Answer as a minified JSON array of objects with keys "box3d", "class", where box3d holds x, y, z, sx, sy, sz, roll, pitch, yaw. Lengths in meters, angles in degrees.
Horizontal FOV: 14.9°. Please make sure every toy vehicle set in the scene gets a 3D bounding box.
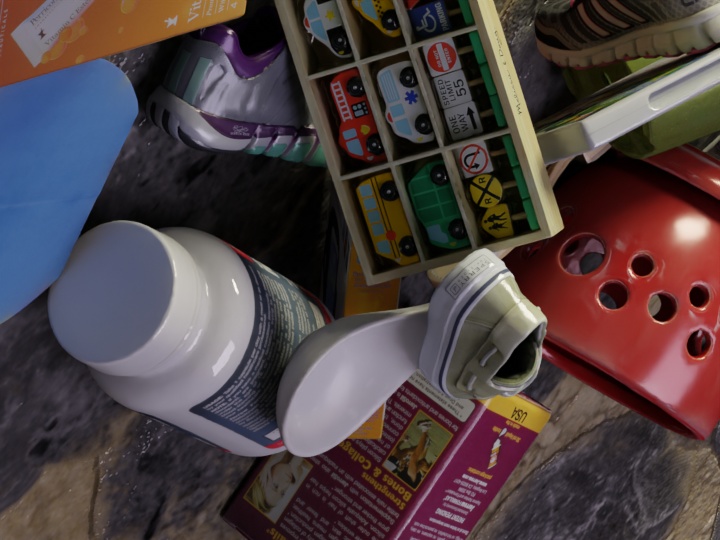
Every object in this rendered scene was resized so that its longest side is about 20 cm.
[{"box3d":[0.033,-0.102,1.647,0.027,0.124,0.200,-29,101,-66],"class":"toy vehicle set"}]

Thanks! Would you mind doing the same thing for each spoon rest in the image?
[{"box3d":[0.019,0.036,1.716,0.200,0.061,0.099,-50,151,-14],"class":"spoon rest"}]

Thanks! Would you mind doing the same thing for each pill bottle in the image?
[{"box3d":[-0.104,0.039,1.719,0.120,0.120,0.200,-55,150,2],"class":"pill bottle"}]

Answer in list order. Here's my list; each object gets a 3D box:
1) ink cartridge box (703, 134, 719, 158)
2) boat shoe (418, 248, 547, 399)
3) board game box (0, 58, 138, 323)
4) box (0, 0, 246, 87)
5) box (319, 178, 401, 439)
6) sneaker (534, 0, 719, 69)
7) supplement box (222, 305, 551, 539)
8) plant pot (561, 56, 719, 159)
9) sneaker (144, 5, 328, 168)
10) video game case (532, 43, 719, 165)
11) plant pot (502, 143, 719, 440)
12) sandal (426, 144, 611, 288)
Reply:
[{"box3d":[0.360,-0.078,2.126,0.145,0.147,0.200,-40,179,-23],"class":"ink cartridge box"},{"box3d":[0.078,0.049,1.683,0.072,0.062,0.200,-40,164,-7],"class":"boat shoe"},{"box3d":[-0.211,-0.048,1.572,0.158,0.039,0.200,-11,134,-55],"class":"board game box"},{"box3d":[-0.153,-0.186,1.449,0.200,0.097,0.124,-22,137,-41],"class":"box"},{"box3d":[0.000,0.000,1.828,0.041,0.119,0.200,-1,130,-6],"class":"box"},{"box3d":[0.172,-0.180,1.743,0.074,0.200,0.087,-24,101,-26],"class":"sneaker"},{"box3d":[0.020,0.140,1.977,0.200,0.131,0.103,-55,149,4],"class":"supplement box"},{"box3d":[0.244,-0.173,1.939,0.190,0.200,0.200,-31,144,-14],"class":"plant pot"},{"box3d":[-0.041,-0.115,1.699,0.200,0.074,0.088,1,115,-53],"class":"sneaker"},{"box3d":[0.175,-0.108,1.737,0.182,0.022,0.200,-27,-175,-19],"class":"video game case"},{"box3d":[0.210,0.001,2.041,0.183,0.200,0.200,-61,149,-3],"class":"plant pot"},{"box3d":[0.103,-0.077,1.959,0.212,0.078,0.070,-43,117,-30],"class":"sandal"}]
